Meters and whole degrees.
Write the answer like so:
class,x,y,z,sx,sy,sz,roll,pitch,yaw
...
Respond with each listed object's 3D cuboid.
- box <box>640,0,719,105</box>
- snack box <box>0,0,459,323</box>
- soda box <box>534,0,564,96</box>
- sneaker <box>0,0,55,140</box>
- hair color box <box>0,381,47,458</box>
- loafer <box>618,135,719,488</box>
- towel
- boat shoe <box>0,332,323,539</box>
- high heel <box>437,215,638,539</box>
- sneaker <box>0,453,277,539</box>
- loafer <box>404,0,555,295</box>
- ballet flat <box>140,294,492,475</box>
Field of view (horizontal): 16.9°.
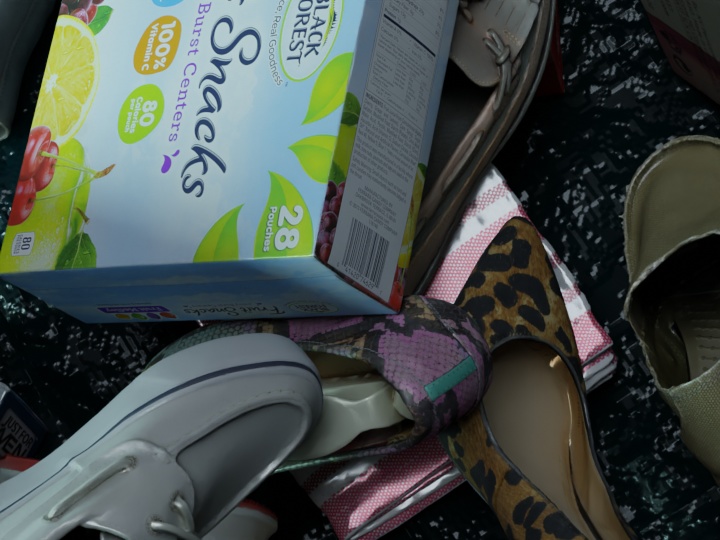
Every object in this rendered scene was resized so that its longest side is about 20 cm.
class,x,y,z,sx,sy,sz,roll,pitch,yaw
box,0.220,-0.108,0.991,0.128,0.109,0.200,-40,48,-7
snack box,-0.048,-0.083,0.985,0.168,0.068,0.202,-2,69,36
soda box,0.053,-0.179,1.109,0.063,0.070,0.202,-6,66,10
sneaker,-0.247,-0.122,1.152,0.198,0.075,0.107,6,67,14
hair color box,-0.231,0.127,1.052,0.099,0.061,0.201,23,75,20
loafer,0.144,0.004,0.976,0.076,0.067,0.201,-32,35,16
towel,0.000,0.000,1.043,0.146,0.030,0.201,-34,81,-1
boat shoe,-0.089,0.094,0.863,0.199,0.072,0.066,-27,42,-23
high heel,0.086,0.067,0.936,0.071,0.142,0.202,11,74,-27
sneaker,-0.135,0.138,0.985,0.198,0.078,0.117,9,79,-11
loafer,0.031,-0.072,1.003,0.071,0.063,0.201,21,84,8
ballet flat,-0.038,0.056,0.972,0.199,0.071,0.070,-14,102,39
